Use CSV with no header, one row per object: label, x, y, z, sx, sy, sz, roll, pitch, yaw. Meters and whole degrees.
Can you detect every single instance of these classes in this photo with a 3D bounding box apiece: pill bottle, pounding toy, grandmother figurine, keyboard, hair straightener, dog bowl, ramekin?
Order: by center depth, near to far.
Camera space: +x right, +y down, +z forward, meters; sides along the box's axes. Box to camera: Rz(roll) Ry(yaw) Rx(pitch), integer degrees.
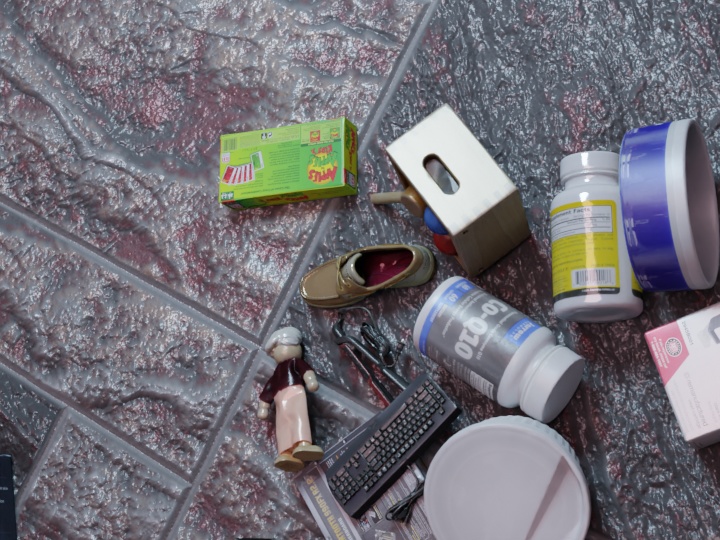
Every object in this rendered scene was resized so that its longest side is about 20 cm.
dog bowl,0.370,-0.075,1.571,0.078,0.200,0.202,-6,75,25
ramekin,0.183,0.270,1.601,0.201,0.094,0.204,3,100,15
pill bottle,0.294,-0.042,1.646,0.111,0.111,0.202,-5,76,23
pill bottle,0.175,0.101,1.663,0.199,0.114,0.114,32,91,26
keyboard,0.051,0.240,1.684,0.200,0.021,0.127,-47,64,7
pounding toy,0.103,-0.099,1.720,0.142,0.184,0.200,-36,66,-1
hair straightener,0.032,0.117,1.771,0.077,0.041,0.200,-45,60,8
grandmother figurine,-0.096,0.168,1.782,0.121,0.060,0.201,-25,54,28

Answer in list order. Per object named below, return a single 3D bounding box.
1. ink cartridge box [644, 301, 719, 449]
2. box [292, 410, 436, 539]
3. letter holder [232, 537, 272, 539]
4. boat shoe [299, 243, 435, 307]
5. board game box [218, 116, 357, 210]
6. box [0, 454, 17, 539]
ink cartridge box,0.457,0.107,1.554,0.199,0.085,0.147,-24,69,15
box,0.024,0.309,1.716,0.158,0.048,0.201,-38,65,12
letter holder,-0.100,0.461,1.709,0.199,0.100,0.143,30,92,27
boat shoe,0.000,0.000,1.791,0.199,0.066,0.075,-17,71,20
board game box,-0.104,-0.151,1.884,0.199,0.048,0.102,-6,76,23
box,-0.601,0.366,1.899,0.117,0.196,0.202,-15,72,21
